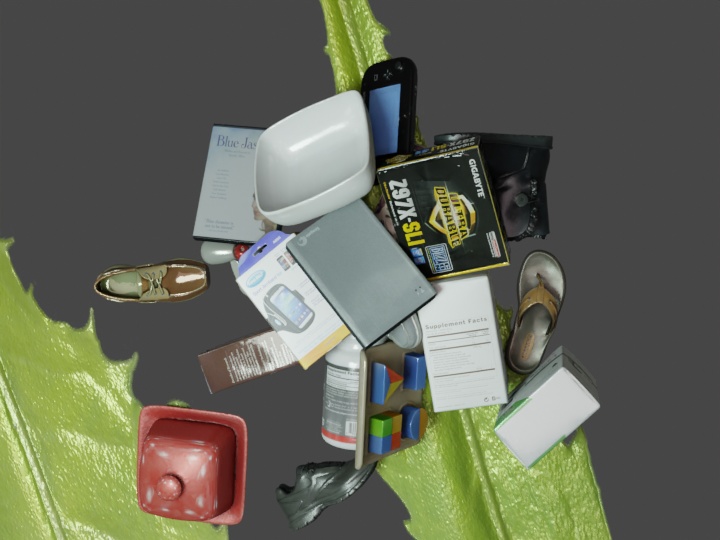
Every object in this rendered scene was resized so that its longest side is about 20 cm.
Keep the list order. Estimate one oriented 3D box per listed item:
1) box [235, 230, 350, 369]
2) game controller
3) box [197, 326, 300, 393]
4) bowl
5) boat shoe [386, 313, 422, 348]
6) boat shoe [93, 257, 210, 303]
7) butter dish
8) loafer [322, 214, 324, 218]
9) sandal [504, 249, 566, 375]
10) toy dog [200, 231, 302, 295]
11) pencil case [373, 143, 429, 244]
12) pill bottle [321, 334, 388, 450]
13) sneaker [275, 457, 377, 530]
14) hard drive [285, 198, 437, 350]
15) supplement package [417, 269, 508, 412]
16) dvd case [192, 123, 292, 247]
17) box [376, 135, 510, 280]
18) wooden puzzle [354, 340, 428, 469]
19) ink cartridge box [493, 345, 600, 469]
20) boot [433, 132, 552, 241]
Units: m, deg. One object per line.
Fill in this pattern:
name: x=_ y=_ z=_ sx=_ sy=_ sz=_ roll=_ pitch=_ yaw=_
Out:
box: x=-0.100 y=0.038 z=1.537 sx=0.119 sy=0.041 sz=0.201 roll=-38 pitch=87 yaw=2
game controller: x=0.040 y=-0.231 z=1.550 sx=0.104 sy=0.042 sz=0.202 roll=-2 pitch=79 yaw=31
box: x=-0.155 y=0.133 z=1.637 sx=0.198 sy=0.100 sz=0.076 roll=-18 pitch=91 yaw=12
bowl: x=-0.062 y=-0.161 z=1.518 sx=0.199 sy=0.201 sz=0.075 roll=-21 pitch=137 yaw=17
boat shoe: x=0.018 y=0.042 z=1.536 sx=0.203 sy=0.065 sz=0.074 roll=55 pitch=145 yaw=5
boat shoe: x=-0.353 y=0.024 z=1.667 sx=0.198 sy=0.074 sz=0.076 roll=-6 pitch=97 yaw=10
butter dish: x=-0.300 y=0.344 z=1.667 sx=0.198 sy=0.148 sz=0.202 roll=5 pitch=98 yaw=8
loafer: x=-0.023 y=-0.084 z=1.599 sx=0.068 sy=0.076 sz=0.202 roll=9 pitch=99 yaw=14
sandal: x=0.276 y=0.068 z=1.577 sx=0.081 sy=0.055 sz=0.202 roll=17 pitch=90 yaw=6
toy dog: x=-0.151 y=-0.018 z=1.625 sx=0.199 sy=0.096 sz=0.132 roll=28 pitch=77 yaw=15
pencil case: x=0.072 y=-0.099 z=1.580 sx=0.089 sy=0.078 sz=0.201 roll=31 pitch=102 yaw=25
pill bottle: x=-0.002 y=0.179 z=1.612 sx=0.115 sy=0.116 sz=0.202 roll=5 pitch=98 yaw=8
sneaker: x=-0.060 y=0.354 z=1.670 sx=0.199 sy=0.076 sz=0.091 roll=-35 pitch=84 yaw=9
hard drive: x=0.000 y=0.000 z=1.495 sx=0.139 sy=0.033 sz=0.200 roll=-36 pitch=77 yaw=-16
supplement package: x=0.161 y=0.106 z=1.572 sx=0.119 sy=0.121 sz=0.202 roll=-9 pitch=96 yaw=10
dvd case: x=-0.186 y=-0.139 z=1.606 sx=0.141 sy=0.018 sz=0.202 roll=5 pitch=74 yaw=8
box: x=0.127 y=-0.089 z=1.496 sx=0.158 sy=0.049 sz=0.201 roll=-10 pitch=118 yaw=17
wooden puzzle: x=0.059 y=0.204 z=1.563 sx=0.046 sy=0.199 sz=0.187 roll=7 pitch=100 yaw=32
ink cartridge box: x=0.287 y=0.205 z=1.528 sx=0.146 sy=0.200 sz=0.084 roll=-44 pitch=86 yaw=11
boot: x=0.206 y=-0.128 z=1.535 sx=0.198 sy=0.076 sz=0.170 roll=0 pitch=97 yaw=-17
